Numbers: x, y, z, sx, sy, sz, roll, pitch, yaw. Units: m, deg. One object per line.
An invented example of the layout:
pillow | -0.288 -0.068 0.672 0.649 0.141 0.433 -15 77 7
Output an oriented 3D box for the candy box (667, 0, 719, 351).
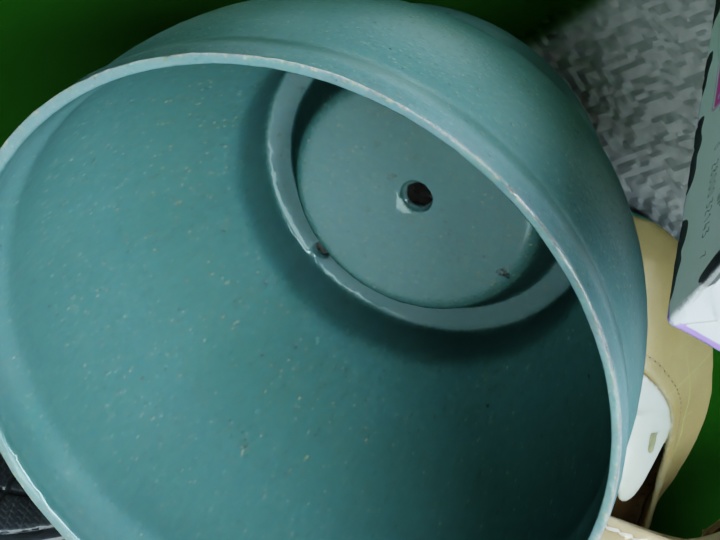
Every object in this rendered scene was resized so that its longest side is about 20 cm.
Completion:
candy box | 0.176 -0.032 0.721 0.168 0.200 0.072 28 130 -11

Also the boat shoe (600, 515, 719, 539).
boat shoe | 0.142 0.101 0.881 0.200 0.074 0.069 23 91 -10

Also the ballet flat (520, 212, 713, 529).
ballet flat | 0.077 0.072 0.924 0.069 0.063 0.200 9 131 6

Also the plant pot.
plant pot | 0.000 0.000 0.823 0.200 0.134 0.200 11 122 18

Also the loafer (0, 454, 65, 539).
loafer | -0.051 0.082 0.967 0.200 0.072 0.063 -1 149 9
